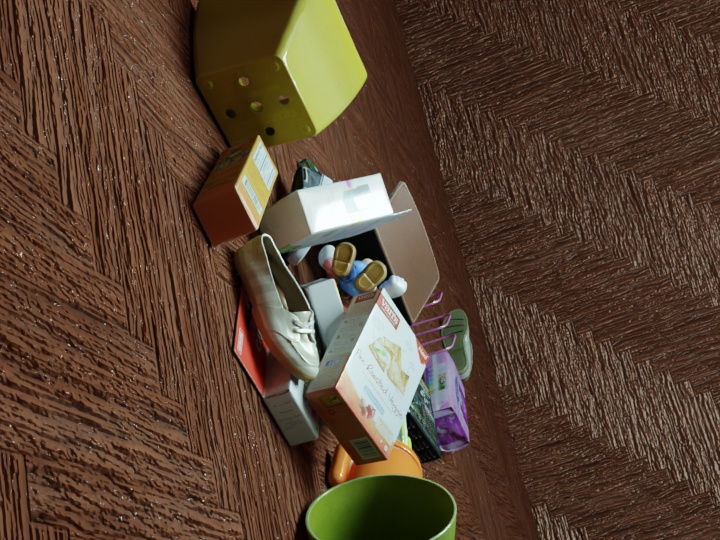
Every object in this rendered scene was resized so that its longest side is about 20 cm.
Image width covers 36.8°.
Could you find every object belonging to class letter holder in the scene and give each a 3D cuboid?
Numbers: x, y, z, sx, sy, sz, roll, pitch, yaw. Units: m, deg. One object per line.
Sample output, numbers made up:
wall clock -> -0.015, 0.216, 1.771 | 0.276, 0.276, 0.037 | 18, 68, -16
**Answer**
letter holder -> 0.040, -0.031, 1.787 | 0.142, 0.100, 0.201 | -54, 131, -44

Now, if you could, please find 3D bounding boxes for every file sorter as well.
file sorter -> 0.106, 0.072, 2.186 | 0.139, 0.124, 0.202 | -44, 116, -77

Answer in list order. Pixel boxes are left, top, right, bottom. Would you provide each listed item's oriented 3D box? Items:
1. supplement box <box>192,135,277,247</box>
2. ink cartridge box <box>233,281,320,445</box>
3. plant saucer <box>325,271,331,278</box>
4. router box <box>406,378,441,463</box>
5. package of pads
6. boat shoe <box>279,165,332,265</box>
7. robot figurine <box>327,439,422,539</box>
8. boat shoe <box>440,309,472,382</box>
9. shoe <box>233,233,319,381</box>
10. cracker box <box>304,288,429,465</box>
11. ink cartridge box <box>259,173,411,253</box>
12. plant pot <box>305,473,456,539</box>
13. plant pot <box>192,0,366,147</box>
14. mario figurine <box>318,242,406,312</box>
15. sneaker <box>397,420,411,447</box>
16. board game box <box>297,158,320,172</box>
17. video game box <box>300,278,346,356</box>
supplement box -> -0.159, -0.106, 1.400 | 0.200, 0.066, 0.069 | -81, 147, -66
ink cartridge box -> -0.103, 0.097, 1.411 | 0.201, 0.043, 0.174 | -91, 161, -53
plant saucer -> -0.022, 0.045, 1.860 | 0.201, 0.038, 0.203 | -17, 90, -78
router box -> 0.081, 0.244, 1.974 | 0.200, 0.062, 0.151 | 58, 19, -49
package of pads -> 0.184, 0.283, 2.348 | 0.201, 0.075, 0.121 | -89, 156, -57
boat shoe -> -0.096, -0.091, 1.672 | 0.068, 0.072, 0.201 | 31, 43, -17
robot figurine -> 0.028, 0.309, 1.520 | 0.200, 0.142, 0.118 | -74, 165, -68
boat shoe -> 0.252, 0.197, 2.810 | 0.069, 0.074, 0.201 | 62, 24, -48
shoe -> -0.100, 0.045, 1.372 | 0.070, 0.053, 0.201 | 0, 58, -58
cracker box -> 0.013, 0.140, 1.451 | 0.134, 0.057, 0.201 | 55, 37, -25
ink cartridge box -> -0.036, -0.085, 1.571 | 0.199, 0.117, 0.068 | -15, 84, -40
plant pot -> 0.033, 0.388, 1.349 | 0.187, 0.185, 0.202 | -71, 157, -70
plant pot -> -0.127, -0.282, 1.534 | 0.177, 0.198, 0.201 | -76, 148, -47
mario figurine -> 0.000, 0.000, 1.625 | 0.200, 0.105, 0.124 | 102, -34, -78
sneaker -> 0.037, 0.225, 1.794 | 0.081, 0.073, 0.201 | 50, 23, -53
board game box -> -0.043, -0.096, 1.888 | 0.201, 0.023, 0.105 | 62, 12, 25
video game box -> -0.034, 0.112, 1.577 | 0.182, 0.046, 0.202 | 177, -106, -81
